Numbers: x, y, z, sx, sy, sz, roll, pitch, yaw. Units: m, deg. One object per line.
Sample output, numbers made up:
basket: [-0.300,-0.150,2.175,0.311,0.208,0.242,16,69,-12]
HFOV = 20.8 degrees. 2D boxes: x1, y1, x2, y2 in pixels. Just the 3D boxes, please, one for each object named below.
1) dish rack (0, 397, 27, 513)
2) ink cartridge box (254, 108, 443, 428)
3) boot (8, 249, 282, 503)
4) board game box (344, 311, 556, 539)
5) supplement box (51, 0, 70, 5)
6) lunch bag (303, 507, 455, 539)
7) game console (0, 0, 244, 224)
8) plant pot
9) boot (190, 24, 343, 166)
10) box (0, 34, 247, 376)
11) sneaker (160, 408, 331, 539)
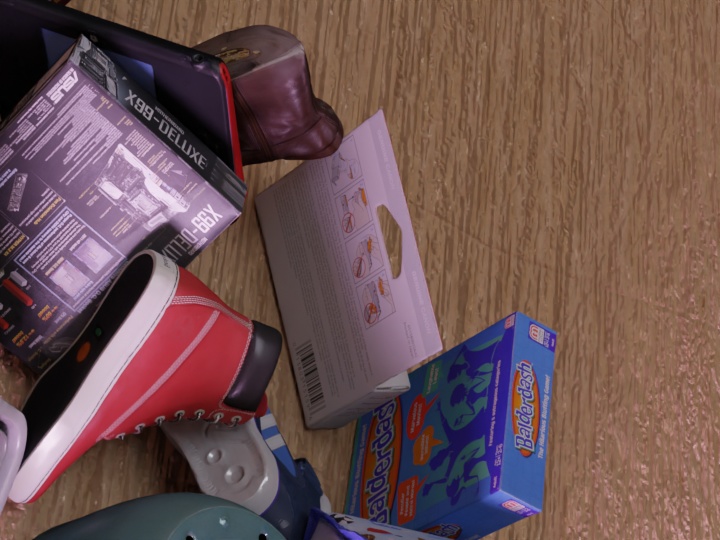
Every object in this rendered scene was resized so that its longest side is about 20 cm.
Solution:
dish rack: [-0.280,0.145,1.205,0.200,0.043,0.173,57,50,-69]
ink cartridge box: [0.000,0.000,1.523,0.043,0.173,0.202,2,66,-41]
boot: [-0.146,0.101,1.352,0.144,0.200,0.072,34,10,-31]
board game box: [0.064,0.138,1.488,0.045,0.200,0.153,27,52,-26]
supplement box: [-0.235,-0.320,1.537,0.060,0.109,0.202,15,60,-35]
lunch bag: [0.023,0.286,1.381,0.169,0.124,0.202,15,91,-25]
game console: [-0.175,-0.113,1.389,0.198,0.178,0.031,19,60,15]
plant pot: [-0.125,0.239,1.298,0.199,0.161,0.202,19,57,-32]
boot: [-0.114,-0.119,1.431,0.200,0.184,0.065,46,33,-75]
box: [-0.200,-0.037,1.353,0.157,0.200,0.050,41,21,-16]
sneaker: [-0.084,0.141,1.462,0.147,0.080,0.201,57,5,-47]
